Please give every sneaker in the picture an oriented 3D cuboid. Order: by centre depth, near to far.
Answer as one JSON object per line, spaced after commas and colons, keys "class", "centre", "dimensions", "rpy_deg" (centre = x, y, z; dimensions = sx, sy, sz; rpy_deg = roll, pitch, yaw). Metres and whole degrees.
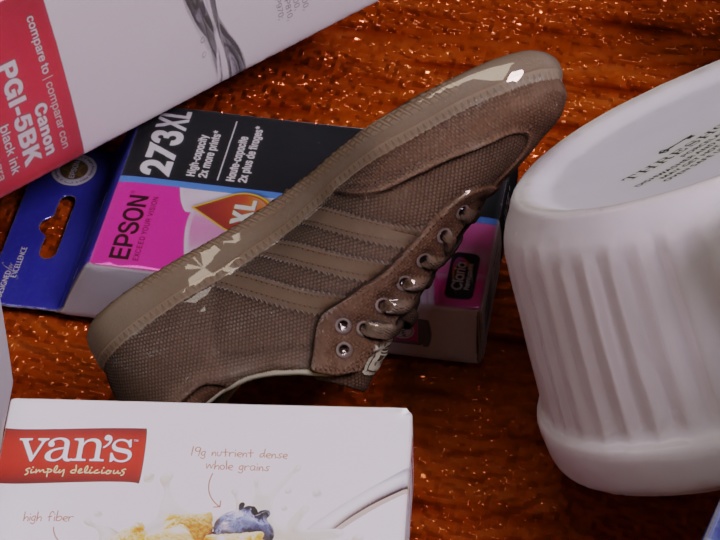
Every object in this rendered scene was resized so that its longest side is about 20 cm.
{"class": "sneaker", "centre": [0.000, 0.000, 0.856], "dimensions": [0.199, 0.070, 0.076], "rpy_deg": [-33, 84, 13]}

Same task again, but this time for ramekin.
{"class": "ramekin", "centre": [0.140, -0.012, 0.814], "dimensions": [0.201, 0.095, 0.202], "rpy_deg": [-22, 15, 6]}

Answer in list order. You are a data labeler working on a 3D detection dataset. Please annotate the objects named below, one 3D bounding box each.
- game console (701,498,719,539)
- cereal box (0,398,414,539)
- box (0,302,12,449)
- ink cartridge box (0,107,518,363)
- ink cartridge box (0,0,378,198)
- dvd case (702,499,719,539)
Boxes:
{"class": "game console", "centre": [0.199, 0.117, 0.680], "dimensions": [0.199, 0.118, 0.172], "rpy_deg": [27, 97, 25]}
{"class": "cereal box", "centre": [-0.058, 0.132, 0.773], "dimensions": [0.143, 0.040, 0.201], "rpy_deg": [1, 52, 4]}
{"class": "box", "centre": [-0.228, 0.060, 0.813], "dimensions": [0.199, 0.107, 0.153], "rpy_deg": [0, 46, 1]}
{"class": "ink cartridge box", "centre": [-0.042, -0.018, 0.937], "dimensions": [0.199, 0.037, 0.095], "rpy_deg": [5, 46, 9]}
{"class": "ink cartridge box", "centre": [-0.113, -0.124, 0.985], "dimensions": [0.199, 0.083, 0.147], "rpy_deg": [-30, 35, -25]}
{"class": "dvd case", "centre": [0.134, 0.141, 0.612], "dimensions": [0.142, 0.018, 0.201], "rpy_deg": [21, 82, 25]}
